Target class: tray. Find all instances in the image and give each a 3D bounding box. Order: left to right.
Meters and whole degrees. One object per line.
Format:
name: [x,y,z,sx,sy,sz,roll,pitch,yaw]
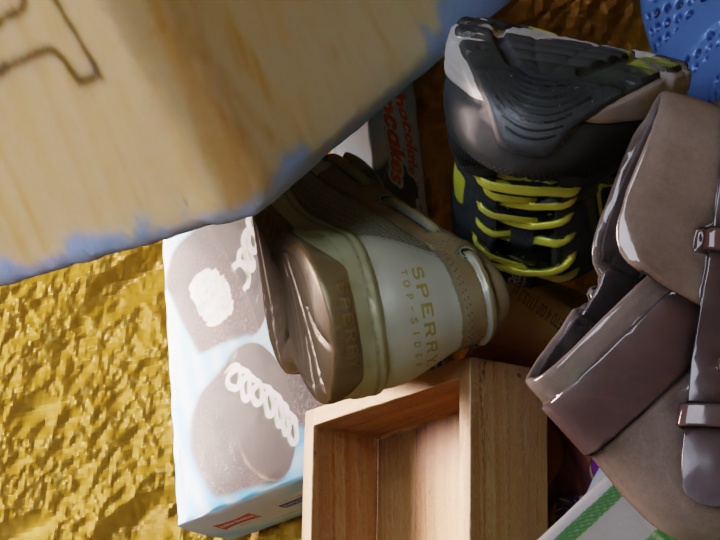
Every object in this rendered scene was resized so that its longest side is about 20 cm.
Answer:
tray: [0.020,0.137,0.771,0.098,0.037,0.202,-22,61,53]

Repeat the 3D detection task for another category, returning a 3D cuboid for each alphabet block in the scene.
alphabet block: [-0.082,-0.135,0.817,0.196,0.201,0.195,-14,22,48]

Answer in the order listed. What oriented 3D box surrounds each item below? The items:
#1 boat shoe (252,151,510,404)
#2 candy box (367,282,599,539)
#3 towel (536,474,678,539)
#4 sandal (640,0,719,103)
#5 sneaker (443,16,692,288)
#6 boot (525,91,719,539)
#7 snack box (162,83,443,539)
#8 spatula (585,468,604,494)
boat shoe: [0.000,-0.002,0.824,0.201,0.063,0.074,-142,42,-78]
candy box: [0.100,0.098,0.783,0.200,0.056,0.117,38,103,45]
towel: [0.102,0.143,0.649,0.152,0.024,0.199,-38,50,-24]
sandal: [0.147,-0.051,0.774,0.080,0.087,0.200,-50,46,19]
sneaker: [0.064,-0.033,0.765,0.074,0.200,0.085,12,97,9]
boot: [0.144,-0.009,0.673,0.201,0.145,0.070,-61,2,-5]
snack box: [-0.026,-0.006,0.949,0.116,0.037,0.202,-24,60,34]
spatula: [0.080,0.072,0.757,0.056,0.020,0.201,26,97,45]
